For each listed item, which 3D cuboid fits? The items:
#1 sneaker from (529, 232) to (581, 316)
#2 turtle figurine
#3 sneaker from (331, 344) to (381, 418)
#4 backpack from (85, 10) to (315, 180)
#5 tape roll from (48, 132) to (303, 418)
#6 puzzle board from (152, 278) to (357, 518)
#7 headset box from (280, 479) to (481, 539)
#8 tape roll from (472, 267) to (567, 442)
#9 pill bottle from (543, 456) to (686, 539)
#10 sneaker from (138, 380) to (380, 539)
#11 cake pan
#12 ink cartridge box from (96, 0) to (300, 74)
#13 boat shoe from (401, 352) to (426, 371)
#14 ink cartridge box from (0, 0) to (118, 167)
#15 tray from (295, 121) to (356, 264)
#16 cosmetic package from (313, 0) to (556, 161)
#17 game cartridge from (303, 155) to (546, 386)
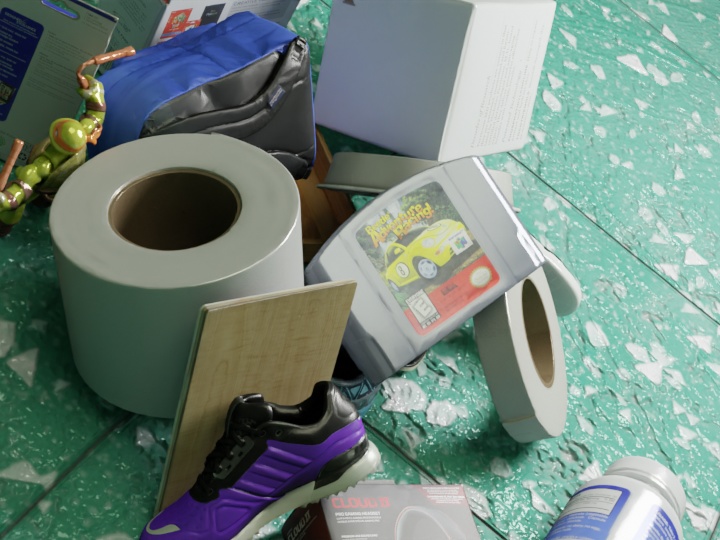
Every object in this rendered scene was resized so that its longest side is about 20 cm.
[{"bbox_3d":[0.161,-0.043,1.536,0.199,0.073,0.112,34,41,-1],"label":"sneaker"},{"bbox_3d":[-0.257,-0.094,1.208,0.064,0.161,0.201,39,55,-12],"label":"turtle figurine"},{"bbox_3d":[-0.066,0.077,1.243,0.198,0.096,0.080,6,49,-31],"label":"sneaker"},{"bbox_3d":[-0.159,-0.131,1.326,0.167,0.164,0.199,25,46,39],"label":"backpack"},{"bbox_3d":[-0.145,0.002,1.170,0.200,0.140,0.204,0,39,0],"label":"tape roll"},{"bbox_3d":[-0.085,0.102,1.136,0.150,0.202,0.017,-11,37,-42],"label":"puzzle board"},{"bbox_3d":[0.030,0.257,1.154,0.147,0.075,0.201,6,48,-30],"label":"headset box"},{"bbox_3d":[0.152,0.062,1.365,0.203,0.037,0.205,-13,90,-71],"label":"tape roll"},{"bbox_3d":[0.219,0.252,1.264,0.112,0.112,0.200,41,40,6],"label":"pill bottle"},{"bbox_3d":[-0.090,0.147,1.106,0.199,0.100,0.070,-27,24,-12],"label":"sneaker"},{"bbox_3d":[0.057,-0.085,1.378,0.199,0.200,0.037,6,92,-31],"label":"cake pan"},{"bbox_3d":[-0.158,-0.276,1.455,0.199,0.176,0.084,-20,64,-45],"label":"ink cartridge box"},{"bbox_3d":[0.056,0.014,1.419,0.073,0.063,0.202,30,42,-10],"label":"boat shoe"},{"bbox_3d":[-0.283,-0.176,1.252,0.099,0.200,0.039,25,41,-14],"label":"ink cartridge box"},{"bbox_3d":[-0.071,-0.094,1.451,0.098,0.037,0.201,0,51,-35],"label":"tray"},{"bbox_3d":[0.078,-0.221,1.512,0.166,0.168,0.199,22,20,28],"label":"cosmetic package"},{"bbox_3d":[0.052,-0.009,1.243,0.199,0.041,0.134,-35,86,-21],"label":"game cartridge"}]
